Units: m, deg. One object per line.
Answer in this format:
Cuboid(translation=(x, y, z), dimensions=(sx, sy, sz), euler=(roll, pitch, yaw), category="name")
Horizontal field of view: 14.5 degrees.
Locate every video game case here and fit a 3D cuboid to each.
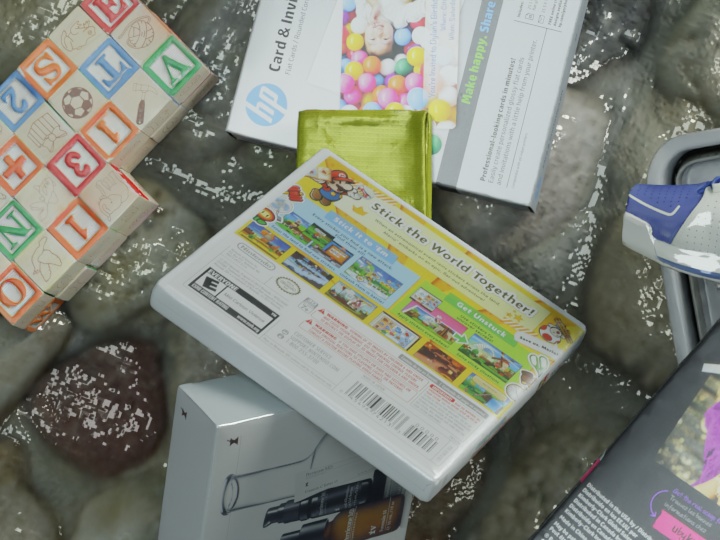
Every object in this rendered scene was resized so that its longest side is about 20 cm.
Cuboid(translation=(0.007, 0.027, 1.643), dimensions=(0.199, 0.182, 0.023), euler=(34, 133, 14), category="video game case")

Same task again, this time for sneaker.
Cuboid(translation=(0.258, -0.045, 1.627), dimensions=(0.198, 0.080, 0.116), euler=(12, 101, 20), category="sneaker")

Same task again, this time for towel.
Cuboid(translation=(0.000, 0.000, 1.727), dimensions=(0.085, 0.018, 0.202), euler=(1, 80, 3), category="towel")

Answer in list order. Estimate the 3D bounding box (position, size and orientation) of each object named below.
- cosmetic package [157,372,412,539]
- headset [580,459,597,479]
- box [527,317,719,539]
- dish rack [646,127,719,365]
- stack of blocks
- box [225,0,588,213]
Cuboid(translation=(-0.044, 0.149, 1.662), dimensions=(0.052, 0.150, 0.201), euler=(43, 134, 45), category="cosmetic package")
Cuboid(translation=(0.222, 0.180, 1.714), dimensions=(0.199, 0.094, 0.124), euler=(30, 89, -6), category="headset")
Cuboid(translation=(0.201, 0.122, 1.613), dimensions=(0.106, 0.122, 0.200), euler=(41, 88, 16), category="box")
Cuboid(translation=(0.267, 0.007, 1.693), dimensions=(0.171, 0.043, 0.201), euler=(-8, 95, 31), category="dish rack")
Cuboid(translation=(-0.182, -0.073, 1.786), dimensions=(0.115, 0.059, 0.200), euler=(44, 91, 9), category="stack of blocks")
Cuboid(translation=(0.031, -0.136, 1.775), dimensions=(0.199, 0.041, 0.157), euler=(15, 86, 10), category="box")
